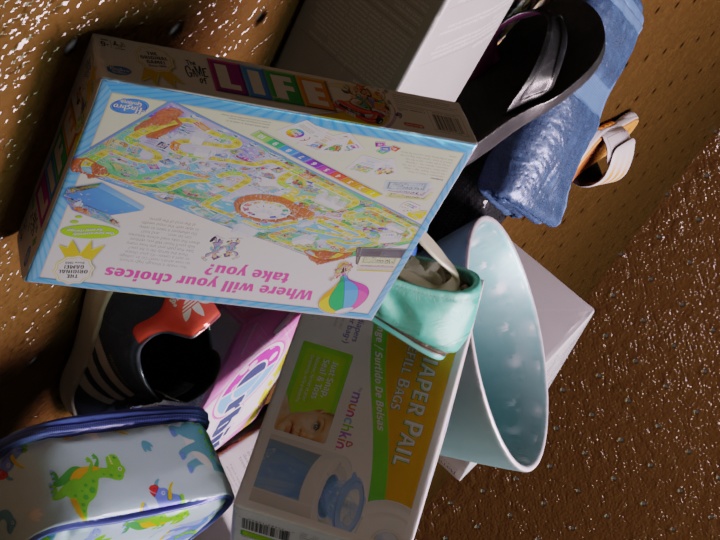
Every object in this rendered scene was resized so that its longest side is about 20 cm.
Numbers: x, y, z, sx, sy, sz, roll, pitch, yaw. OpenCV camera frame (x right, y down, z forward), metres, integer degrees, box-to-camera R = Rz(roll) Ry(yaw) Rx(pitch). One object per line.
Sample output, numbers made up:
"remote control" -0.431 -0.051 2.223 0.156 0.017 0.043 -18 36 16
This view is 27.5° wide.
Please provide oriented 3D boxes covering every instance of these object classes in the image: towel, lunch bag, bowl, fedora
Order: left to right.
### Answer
"lunch bag" -0.180 0.157 0.897 0.160 0.083 0.200 -3 151 -42
"fedora" 0.072 -0.063 1.233 0.201 0.092 0.201 -46 166 -15
"bowl" 0.070 0.066 1.162 0.105 0.202 0.201 -12 180 20
"towel" 0.161 -0.135 1.154 0.201 0.048 0.112 -64 154 0

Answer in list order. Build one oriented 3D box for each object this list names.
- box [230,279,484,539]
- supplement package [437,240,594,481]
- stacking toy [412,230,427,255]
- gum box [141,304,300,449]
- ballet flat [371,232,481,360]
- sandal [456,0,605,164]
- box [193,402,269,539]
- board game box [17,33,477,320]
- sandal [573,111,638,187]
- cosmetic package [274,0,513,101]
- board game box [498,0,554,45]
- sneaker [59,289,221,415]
"box" -0.001 0.094 0.947 0.101 0.112 0.201 102 5 -60
"supplement package" 0.093 0.066 1.453 0.147 0.191 0.200 -42 165 -25
"stacking toy" 0.000 0.000 1.084 0.085 0.085 0.201 -23 134 -62
"gum box" -0.103 0.061 1.059 0.113 0.066 0.200 -33 159 -48
"ballet flat" -0.011 -0.014 0.868 0.071 0.199 0.067 -60 -156 12
"sandal" 0.108 -0.141 1.039 0.200 0.075 0.048 -42 148 -28
"box" -0.105 0.190 1.212 0.152 0.107 0.200 -24 -177 33
"board game box" -0.058 -0.040 0.745 0.199 0.034 0.135 7 132 -28
"sandal" 0.332 -0.154 1.915 0.207 0.059 0.079 -34 159 -50
"cosmetic package" 0.012 -0.127 0.883 0.107 0.090 0.200 -32 161 -50
"board game box" 0.117 -0.208 1.106 0.200 0.035 0.136 -36 161 -45
"sneaker" -0.134 0.063 0.927 0.075 0.084 0.200 -41 165 -31
